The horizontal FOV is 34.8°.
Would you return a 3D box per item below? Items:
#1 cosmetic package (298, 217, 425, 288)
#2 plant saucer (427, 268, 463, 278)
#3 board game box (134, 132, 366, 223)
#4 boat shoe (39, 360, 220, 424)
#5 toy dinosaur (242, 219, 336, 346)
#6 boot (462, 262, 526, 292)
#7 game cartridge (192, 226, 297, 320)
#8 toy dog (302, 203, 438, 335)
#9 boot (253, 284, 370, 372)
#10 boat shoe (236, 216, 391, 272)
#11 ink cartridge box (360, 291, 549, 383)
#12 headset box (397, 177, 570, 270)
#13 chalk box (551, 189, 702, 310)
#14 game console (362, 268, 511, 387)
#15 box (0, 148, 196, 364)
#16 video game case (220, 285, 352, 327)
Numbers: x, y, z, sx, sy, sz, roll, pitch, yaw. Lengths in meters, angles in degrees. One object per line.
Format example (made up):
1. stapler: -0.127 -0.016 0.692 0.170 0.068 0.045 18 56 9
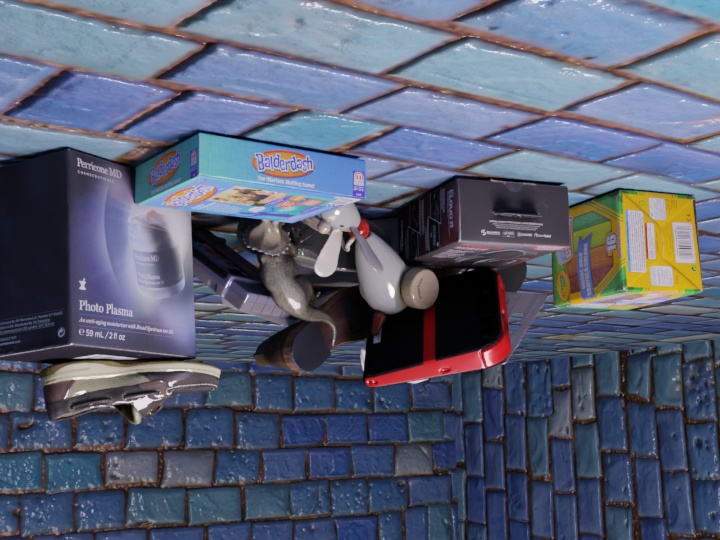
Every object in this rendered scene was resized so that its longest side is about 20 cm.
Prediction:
1. cosmetic package: -0.013 -0.022 1.534 0.196 0.084 0.051 -3 173 13
2. plant saucer: 0.088 0.007 1.638 0.198 0.032 0.200 -32 -175 3
3. board game box: -0.115 -0.092 1.200 0.197 0.046 0.151 5 169 -36
4. boat shoe: -0.245 0.132 1.237 0.198 0.067 0.071 2 167 -31
5. toy dinosaur: -0.091 0.008 1.380 0.076 0.203 0.102 -15 -171 14
6. boot: 0.127 0.029 1.650 0.198 0.070 0.174 -31 -169 -14
7. game cartridge: -0.174 -0.006 1.451 0.199 0.039 0.129 35 -173 31
8. toy dog: 0.000 0.000 1.369 0.199 0.097 0.131 37 154 -17
9. boot: -0.051 0.071 1.492 0.096 0.076 0.199 -9 -165 45
10. boat shoe: -0.060 -0.038 1.471 0.198 0.076 0.065 4 176 -6
11. ink cartridge box: 0.120 0.080 1.430 0.197 0.051 0.161 6 -147 29
12. headset box: 0.148 -0.054 1.377 0.146 0.079 0.200 2 172 -21
13. chalk box: 0.322 -0.018 1.467 0.122 0.127 0.199 2 169 -24
14. game console: 0.092 0.068 1.391 0.174 0.031 0.201 -15 -154 11
15. box: -0.281 -0.005 1.226 0.122 0.202 0.199 -10 168 29
16. video game case: -0.077 0.024 1.626 0.180 0.024 0.199 -23 -160 -29
